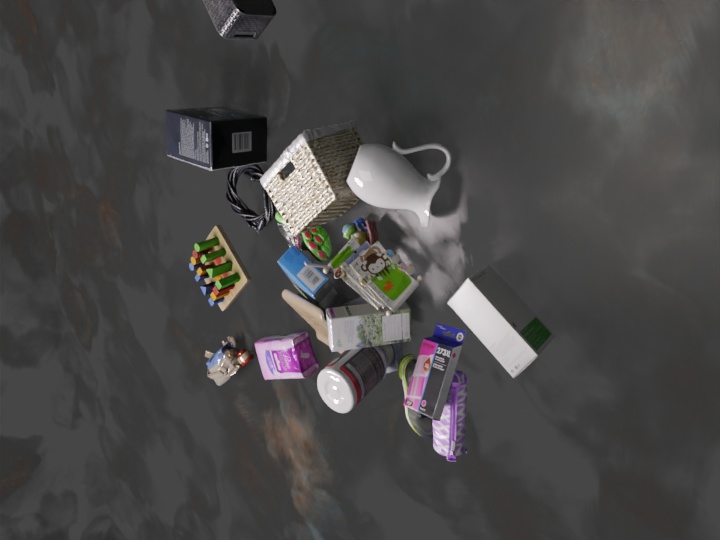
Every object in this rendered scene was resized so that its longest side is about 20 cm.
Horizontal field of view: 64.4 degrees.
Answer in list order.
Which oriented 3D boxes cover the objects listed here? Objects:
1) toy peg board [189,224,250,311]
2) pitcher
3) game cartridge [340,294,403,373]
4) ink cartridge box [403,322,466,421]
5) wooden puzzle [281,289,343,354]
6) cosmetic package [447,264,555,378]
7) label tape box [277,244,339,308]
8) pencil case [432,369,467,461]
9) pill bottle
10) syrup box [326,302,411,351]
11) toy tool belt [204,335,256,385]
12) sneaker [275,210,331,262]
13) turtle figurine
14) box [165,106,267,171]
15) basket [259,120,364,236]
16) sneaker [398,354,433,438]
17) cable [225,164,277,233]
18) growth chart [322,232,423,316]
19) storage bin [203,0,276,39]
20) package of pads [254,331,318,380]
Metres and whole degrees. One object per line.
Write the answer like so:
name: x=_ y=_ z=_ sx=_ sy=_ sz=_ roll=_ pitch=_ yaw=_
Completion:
toy peg board: x=-0.465 y=0.005 z=1.784 sx=0.199 sy=0.097 sz=0.204 roll=-41 pitch=77 yaw=41
pitcher: x=0.082 y=-0.209 z=1.205 sx=0.194 sy=0.122 sz=0.176 roll=23 pitch=105 yaw=-6
game cartridge: x=0.034 y=0.163 z=1.452 sx=0.131 sy=0.040 sz=0.206 roll=-23 pitch=90 yaw=46
ink cartridge box: x=0.166 y=0.220 z=1.279 sx=0.093 sy=0.037 sz=0.207 roll=10 pitch=77 yaw=50
wooden puzzle: x=-0.098 y=0.132 z=1.475 sx=0.183 sy=0.047 sz=0.202 roll=24 pitch=155 yaw=46
cosmetic package: x=0.285 y=0.100 z=1.166 sx=0.201 sy=0.106 sz=0.086 roll=49 pitch=130 yaw=14
label tape box: x=-0.126 y=0.038 z=1.501 sx=0.142 sy=0.066 sz=0.201 roll=41 pitch=171 yaw=24
pencil case: x=0.207 y=0.334 z=1.325 sx=0.080 sy=0.086 sz=0.208 roll=0 pitch=106 yaw=8
pill bottle: x=-0.004 y=0.234 z=1.348 sx=0.108 sy=0.198 sz=0.115 roll=17 pitch=122 yaw=31
syrup box: x=0.019 y=0.127 z=1.341 sx=0.082 sy=0.192 sz=0.082 roll=-123 pitch=28 yaw=-72
toy tool belt: x=-0.430 y=0.275 z=1.833 sx=0.124 sy=0.124 sz=0.199 roll=52 pitch=131 yaw=2
sneaker: x=-0.147 y=-0.087 z=1.506 sx=0.199 sy=0.076 sz=0.085 roll=42 pitch=145 yaw=25
turtle figurine: x=0.000 y=0.000 z=1.356 sx=0.193 sy=0.200 sz=0.145 roll=40 pitch=162 yaw=16
box: x=-0.380 y=-0.354 z=1.516 sx=0.192 sy=0.197 sz=0.129 roll=19 pitch=115 yaw=33
basket: x=-0.090 y=-0.212 z=1.318 sx=0.196 sy=0.198 sz=0.164 roll=-34 pitch=86 yaw=42
sneaker: x=0.143 y=0.307 z=1.364 sx=0.081 sy=0.072 sz=0.207 roll=-173 pitch=65 yaw=-72
cable: x=-0.310 y=-0.218 z=1.604 sx=0.202 sy=0.050 sz=0.164 roll=52 pitch=131 yaw=15
growth chart: x=0.032 y=0.004 z=1.272 sx=0.197 sy=0.146 sz=0.018 roll=35 pitch=157 yaw=7
storage bin: x=-0.307 y=-0.678 z=1.382 sx=0.093 sy=0.133 sz=0.205 roll=-28 pitch=87 yaw=42
package of pads: x=-0.220 y=0.253 z=1.675 sx=0.196 sy=0.075 sz=0.125 roll=-11 pitch=101 yaw=42
